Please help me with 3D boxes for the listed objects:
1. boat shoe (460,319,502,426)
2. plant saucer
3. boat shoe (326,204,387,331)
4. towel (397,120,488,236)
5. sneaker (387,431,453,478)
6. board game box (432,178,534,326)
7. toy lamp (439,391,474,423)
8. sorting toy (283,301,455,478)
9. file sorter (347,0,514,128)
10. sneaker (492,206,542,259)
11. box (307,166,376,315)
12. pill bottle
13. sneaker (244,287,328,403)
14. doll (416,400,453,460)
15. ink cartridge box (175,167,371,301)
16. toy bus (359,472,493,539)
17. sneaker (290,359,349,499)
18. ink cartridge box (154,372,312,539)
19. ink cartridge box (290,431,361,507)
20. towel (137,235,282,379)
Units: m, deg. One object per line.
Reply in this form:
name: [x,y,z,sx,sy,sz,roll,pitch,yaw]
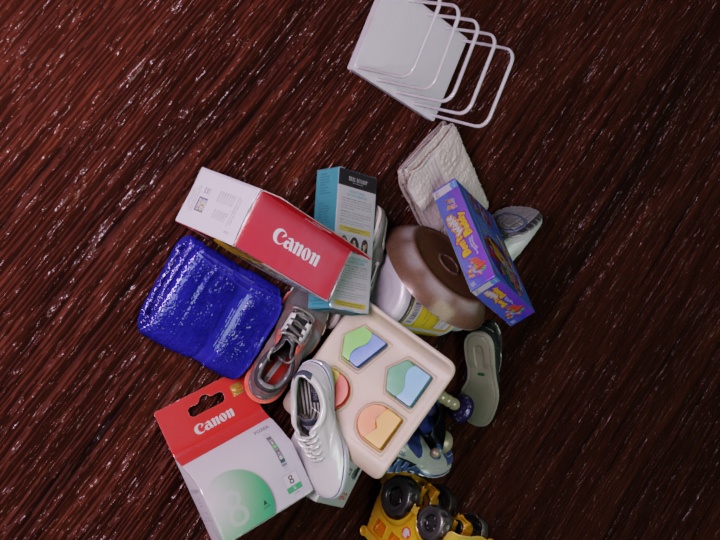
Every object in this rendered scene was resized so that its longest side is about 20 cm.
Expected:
boat shoe: [0.217,0.182,1.996,0.068,0.071,0.202,-48,144,-54]
plant saucer: [0.124,0.000,1.727,0.199,0.202,0.037,12,133,-46]
boat shoe: [0.000,0.000,1.710,0.057,0.067,0.202,17,99,-36]
towel: [0.135,-0.127,1.820,0.133,0.034,0.201,-49,133,-19]
sneaker: [0.089,0.274,1.895,0.198,0.080,0.116,12,99,-45]
board game box: [0.187,-0.029,1.753,0.045,0.201,0.134,-32,140,18]
toy lamp: [0.121,0.201,1.917,0.200,0.058,0.059,33,82,-48]
sorting toy: [0.010,0.166,1.642,0.201,0.184,0.036,-54,164,-3]
file sorter: [0.108,-0.309,1.658,0.199,0.124,0.140,23,88,-46]
sneaker: [0.233,-0.034,1.938,0.199,0.074,0.088,-39,141,-19]
box: [-0.026,-0.041,1.639,0.082,0.049,0.203,13,78,-46]
pill bottle: [0.091,0.042,1.785,0.199,0.112,0.114,12,97,-46]
sneaker: [-0.093,0.096,1.619,0.076,0.082,0.202,27,73,-7]
doll: [0.106,0.230,1.808,0.201,0.048,0.138,57,25,-46]
ink cartridge box: [-0.111,-0.041,1.507,0.199,0.175,0.085,32,83,-45]
toy bus: [0.094,0.455,1.894,0.135,0.199,0.193,25,95,-45]
sneaker: [-0.066,0.229,1.603,0.071,0.072,0.202,-22,102,-63]
ink cartridge box: [-0.173,0.253,1.585,0.160,0.050,0.202,-25,93,-36]
ink cartridge box: [-0.035,0.249,1.730,0.201,0.083,0.144,-62,159,-5]
towel: [-0.197,0.055,1.551,0.200,0.049,0.149,34,80,-46]
